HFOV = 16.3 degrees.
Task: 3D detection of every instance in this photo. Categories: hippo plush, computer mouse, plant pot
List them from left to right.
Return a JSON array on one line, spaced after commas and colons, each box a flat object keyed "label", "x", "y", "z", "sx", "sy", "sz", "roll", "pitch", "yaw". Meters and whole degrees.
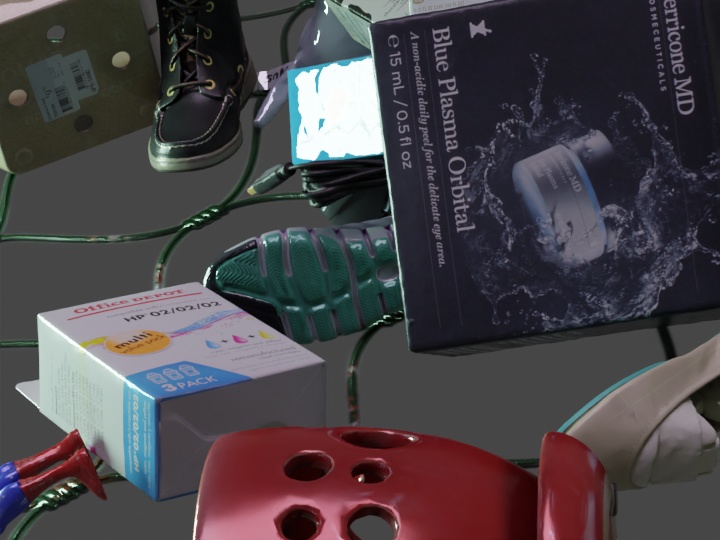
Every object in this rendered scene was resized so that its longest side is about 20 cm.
[{"label": "plant pot", "x": -0.248, "y": -0.192, "z": 1.961, "sx": 0.199, "sy": 0.200, "sz": 0.177, "roll": -21, "pitch": 40, "yaw": -11}, {"label": "computer mouse", "x": -0.011, "y": -0.048, "z": 1.647, "sx": 0.140, "sy": 0.046, "sz": 0.200, "roll": -5, "pitch": 0, "yaw": -20}, {"label": "hippo plush", "x": -0.002, "y": -0.231, "z": 1.917, "sx": 0.199, "sy": 0.161, "sz": 0.159, "roll": -12, "pitch": 28, "yaw": 7}, {"label": "plant pot", "x": 0.027, "y": 0.170, "z": 1.141, "sx": 0.182, "sy": 0.201, "sz": 0.201, "roll": -2, "pitch": 30, "yaw": 8}]

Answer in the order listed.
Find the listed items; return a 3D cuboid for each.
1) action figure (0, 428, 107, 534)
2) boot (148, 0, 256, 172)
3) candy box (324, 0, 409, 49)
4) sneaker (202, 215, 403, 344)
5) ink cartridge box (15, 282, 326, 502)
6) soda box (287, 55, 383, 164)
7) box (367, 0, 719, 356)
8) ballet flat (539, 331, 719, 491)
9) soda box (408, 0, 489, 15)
[{"label": "action figure", "x": -0.243, "y": 0.159, "z": 1.448, "sx": 0.199, "sy": 0.052, "sz": 0.065, "roll": -24, "pitch": 23, "yaw": -6}, {"label": "boot", "x": -0.127, "y": -0.173, "z": 1.883, "sx": 0.073, "sy": 0.151, "sz": 0.200, "roll": -2, "pitch": 28, "yaw": 13}, {"label": "candy box", "x": 0.078, "y": -0.195, "z": 1.755, "sx": 0.136, "sy": 0.061, "sz": 0.200, "roll": -44, "pitch": 40, "yaw": -7}, {"label": "sneaker", "x": 0.000, "y": 0.000, "z": 1.615, "sx": 0.199, "sy": 0.075, "sz": 0.088, "roll": -7, "pitch": 9, "yaw": 4}, {"label": "ink cartridge box", "x": -0.119, "y": 0.063, "z": 1.511, "sx": 0.115, "sy": 0.068, "sz": 0.200, "roll": -11, "pitch": 22, "yaw": -30}, {"label": "soda box", "x": 0.032, "y": -0.109, "z": 1.650, "sx": 0.064, "sy": 0.068, "sz": 0.200, "roll": -3, "pitch": 0, "yaw": -35}, {"label": "box", "x": 0.122, "y": -0.060, "z": 1.472, "sx": 0.199, "sy": 0.198, "sz": 0.117, "roll": -9, "pitch": -5, "yaw": 15}, {"label": "ballet flat", "x": 0.187, "y": 0.075, "z": 1.372, "sx": 0.200, "sy": 0.070, "sz": 0.069, "roll": -31, "pitch": 31, "yaw": -29}, {"label": "soda box", "x": 0.130, "y": -0.190, "z": 1.563, "sx": 0.199, "sy": 0.068, "sz": 0.064, "roll": -6, "pitch": -10, "yaw": 23}]
